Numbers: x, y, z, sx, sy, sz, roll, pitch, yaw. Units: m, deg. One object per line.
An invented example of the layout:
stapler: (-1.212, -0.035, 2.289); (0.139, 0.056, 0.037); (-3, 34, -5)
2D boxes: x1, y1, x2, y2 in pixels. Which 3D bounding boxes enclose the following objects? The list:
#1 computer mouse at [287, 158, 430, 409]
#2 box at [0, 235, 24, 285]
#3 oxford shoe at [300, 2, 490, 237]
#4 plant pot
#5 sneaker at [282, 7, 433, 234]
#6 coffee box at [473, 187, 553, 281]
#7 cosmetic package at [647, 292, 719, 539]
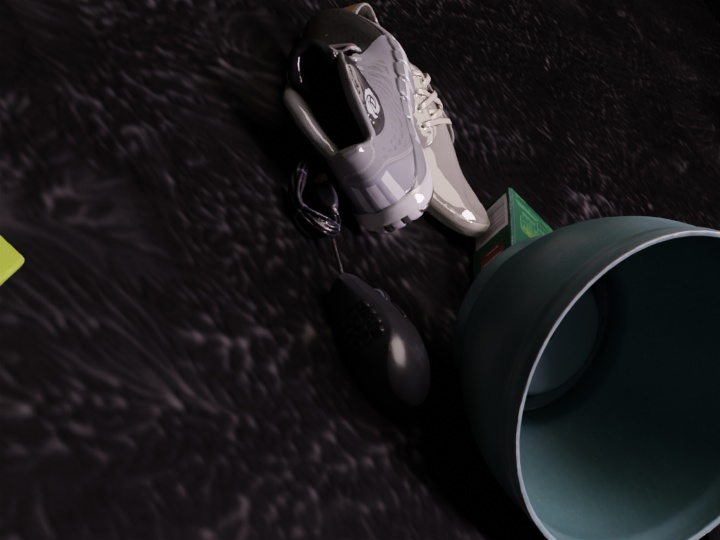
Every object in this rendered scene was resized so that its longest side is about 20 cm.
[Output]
computer mouse: (0.000, 0.000, 1.004); (0.059, 0.034, 0.200); (28, 29, -44)
box: (-0.201, -0.003, 0.573); (0.122, 0.048, 0.200); (47, 21, -6)
oxford shoe: (0.033, -0.111, 1.232); (0.200, 0.058, 0.075); (55, 18, 8)
plant pot: (0.138, 0.053, 1.010); (0.200, 0.201, 0.134); (34, -1, -35)
sneaker: (-0.013, -0.127, 1.107); (0.116, 0.075, 0.200); (49, 15, -47)
coffee box: (0.131, 0.032, 1.202); (0.123, 0.044, 0.200); (43, 21, -18)
cosmetic package: (0.289, 0.078, 1.150); (0.165, 0.164, 0.201); (94, -27, -87)
